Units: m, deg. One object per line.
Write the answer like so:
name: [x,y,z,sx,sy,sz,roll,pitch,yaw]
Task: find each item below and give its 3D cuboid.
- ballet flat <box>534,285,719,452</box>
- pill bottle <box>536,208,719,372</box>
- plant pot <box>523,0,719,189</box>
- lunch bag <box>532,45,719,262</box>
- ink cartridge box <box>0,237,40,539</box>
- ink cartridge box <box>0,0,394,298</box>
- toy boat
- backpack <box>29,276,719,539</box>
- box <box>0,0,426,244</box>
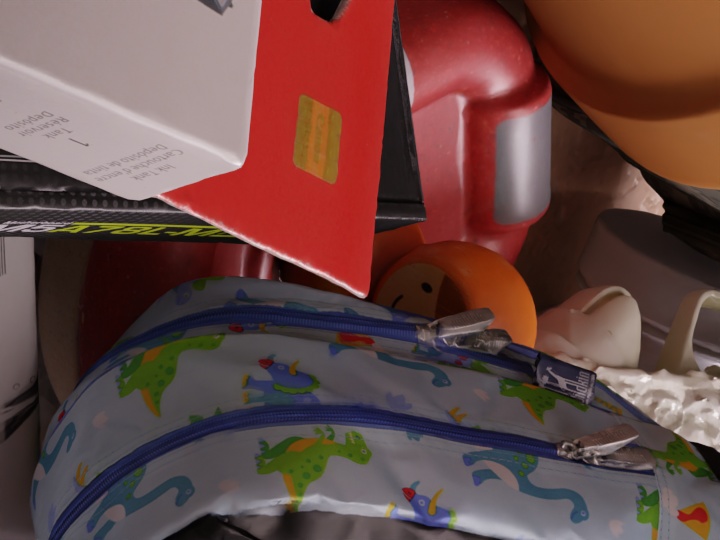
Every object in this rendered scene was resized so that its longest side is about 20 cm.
ballet flat: [0.099,0.037,0.999,0.199,0.072,0.072,5,113,-26]
pill bottle: [0.092,0.085,1.102,0.112,0.112,0.201,2,115,-48]
plant pot: [0.109,-0.146,0.909,0.140,0.200,0.200,37,87,-37]
lunch bag: [0.183,-0.051,1.013,0.168,0.200,0.140,37,85,-38]
ink cartridge box: [-0.166,0.027,0.798,0.145,0.083,0.201,-25,133,-35]
ink cartridge box: [-0.037,-0.114,0.728,0.176,0.045,0.201,22,64,-41]
toy boat: [0.000,0.000,0.924,0.200,0.131,0.131,-30,135,-31]
backpack: [0.002,0.086,0.839,0.199,0.154,0.163,3,142,-36]
box: [-0.071,-0.107,0.755,0.193,0.047,0.201,1,78,-46]
